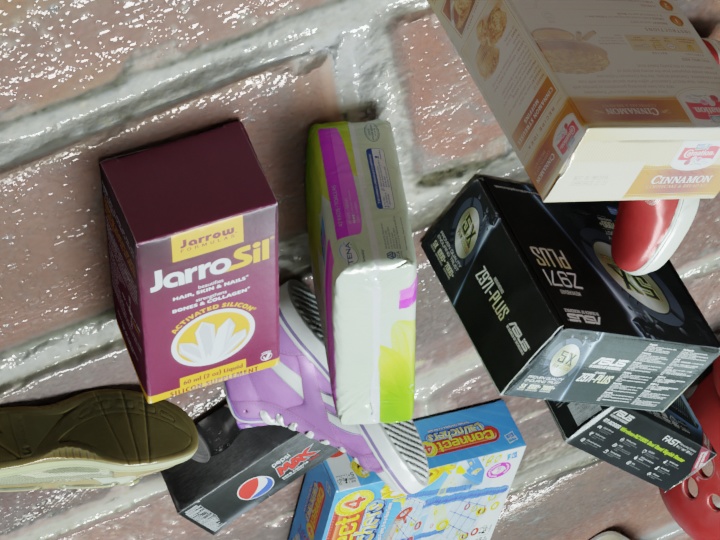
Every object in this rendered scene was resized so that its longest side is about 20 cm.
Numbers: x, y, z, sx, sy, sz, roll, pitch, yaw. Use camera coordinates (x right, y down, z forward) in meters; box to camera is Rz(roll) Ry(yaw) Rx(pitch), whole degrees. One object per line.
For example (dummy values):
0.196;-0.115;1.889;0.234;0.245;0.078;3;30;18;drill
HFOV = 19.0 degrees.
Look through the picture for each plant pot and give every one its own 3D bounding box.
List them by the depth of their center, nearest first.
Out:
0.407;0.161;2.083;0.200;0.201;0.183;-7;133;-27;plant pot

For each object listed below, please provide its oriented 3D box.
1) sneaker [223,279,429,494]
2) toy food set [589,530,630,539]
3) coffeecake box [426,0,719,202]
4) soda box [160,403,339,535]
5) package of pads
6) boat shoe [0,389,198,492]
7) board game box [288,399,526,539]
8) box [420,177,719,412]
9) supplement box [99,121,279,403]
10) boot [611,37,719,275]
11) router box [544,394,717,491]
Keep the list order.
-0.036;0.116;1.748;0.114;0.201;0.073;-37;180;20;sneaker
0.245;0.369;2.364;0.200;0.061;0.143;-36;145;12;toy food set
0.160;-0.144;1.500;0.153;0.200;0.073;-2;139;-32;coffeecake box
-0.073;0.138;1.831;0.200;0.071;0.063;-34;147;11;soda box
0.000;0.000;1.626;0.068;0.155;0.200;-6;141;-5;package of pads
-0.232;0.146;1.739;0.200;0.073;0.063;-6;148;-23;boat shoe
0.039;0.222;2.032;0.195;0.056;0.200;-12;143;-21;board game box
0.173;0.022;1.762;0.200;0.164;0.086;9;133;-40;box
-0.124;-0.003;1.597;0.110;0.086;0.200;-17;145;-14;supplement box
0.202;-0.092;1.688;0.144;0.072;0.201;1;115;-33;boot
0.220;0.100;1.908;0.062;0.150;0.200;-39;145;18;router box
